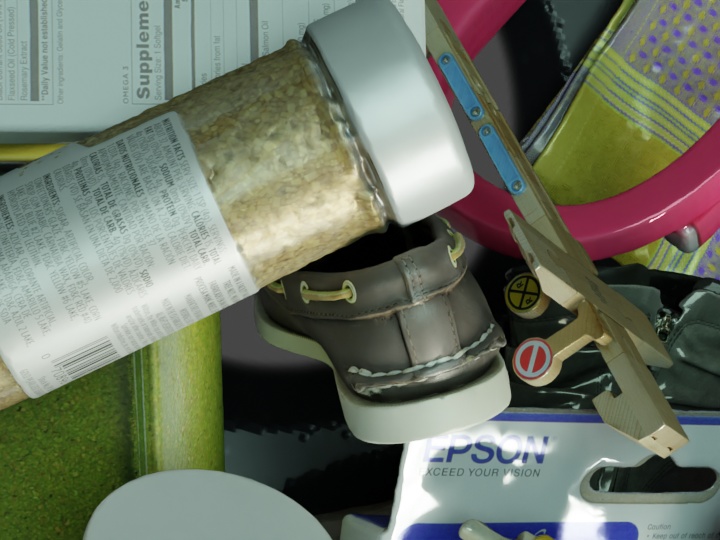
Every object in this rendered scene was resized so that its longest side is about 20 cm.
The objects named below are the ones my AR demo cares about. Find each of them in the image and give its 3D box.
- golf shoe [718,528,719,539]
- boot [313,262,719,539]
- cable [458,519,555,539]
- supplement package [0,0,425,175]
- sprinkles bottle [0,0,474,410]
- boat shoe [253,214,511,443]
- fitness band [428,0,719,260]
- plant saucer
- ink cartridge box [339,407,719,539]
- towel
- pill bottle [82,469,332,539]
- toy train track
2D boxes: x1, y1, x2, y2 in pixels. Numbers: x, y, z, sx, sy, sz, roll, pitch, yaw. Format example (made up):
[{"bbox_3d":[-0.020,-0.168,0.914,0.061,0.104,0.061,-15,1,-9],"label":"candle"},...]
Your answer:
[{"bbox_3d":[0.163,0.144,0.794,0.092,0.073,0.200,-11,126,-27],"label":"golf shoe"},{"bbox_3d":[0.053,0.058,0.841,0.199,0.068,0.131,-2,105,-21],"label":"boot"},{"bbox_3d":[0.118,0.143,0.724,0.050,0.200,0.097,-42,142,-46],"label":"cable"},{"bbox_3d":[-0.093,-0.111,0.789,0.199,0.152,0.151,0,86,-14],"label":"supplement package"},{"bbox_3d":[-0.067,-0.012,0.690,0.200,0.068,0.068,-26,92,-1],"label":"sprinkles bottle"},{"bbox_3d":[0.000,0.000,0.777,0.072,0.200,0.060,-16,107,-7],"label":"boat shoe"},{"bbox_3d":[0.103,-0.086,0.860,0.144,0.037,0.200,36,75,29],"label":"fitness band"},{"bbox_3d":[-0.139,0.073,0.776,0.199,0.048,0.201,-7,114,-14],"label":"plant saucer"},{"bbox_3d":[0.080,0.135,0.815,0.197,0.047,0.201,3,107,-24],"label":"ink cartridge box"},{"bbox_3d":[0.170,-0.041,0.914,0.200,0.023,0.144,37,78,-8],"label":"towel"},{"bbox_3d":[-0.067,0.166,0.749,0.111,0.111,0.200,7,124,-13],"label":"pill bottle"},{"bbox_3d":[0.048,-0.018,0.769,0.033,0.115,0.200,-35,59,14],"label":"toy train track"}]
